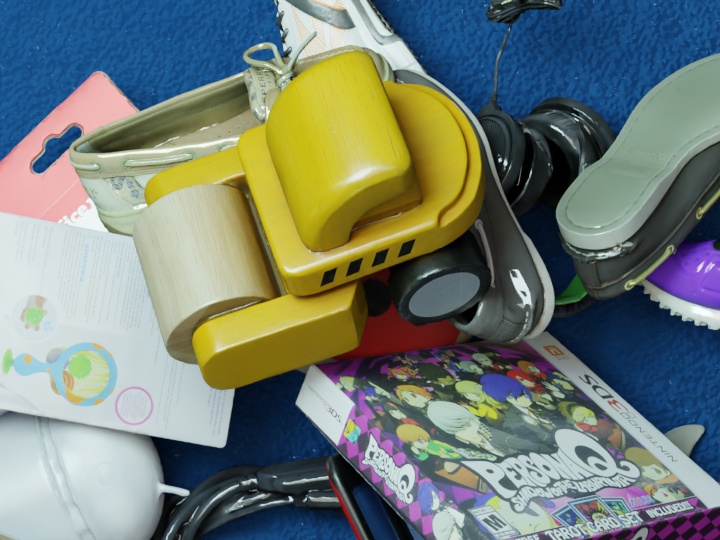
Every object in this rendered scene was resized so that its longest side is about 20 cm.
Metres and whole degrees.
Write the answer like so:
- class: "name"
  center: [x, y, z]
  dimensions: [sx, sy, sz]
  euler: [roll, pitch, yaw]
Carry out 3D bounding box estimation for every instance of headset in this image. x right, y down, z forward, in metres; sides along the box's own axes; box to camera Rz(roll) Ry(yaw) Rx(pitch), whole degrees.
- class: "headset"
  center: [0.112, -0.071, 1.441]
  dimensions: [0.094, 0.123, 0.201]
  euler: [-12, 91, 48]

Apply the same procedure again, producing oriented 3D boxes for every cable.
- class: "cable"
  center: [-0.045, 0.202, 1.487]
  dimensions: [0.199, 0.051, 0.164]
  euler: [-10, 91, -1]

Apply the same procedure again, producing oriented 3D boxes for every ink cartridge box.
- class: "ink cartridge box"
  center: [-0.132, -0.015, 1.491]
  dimensions: [0.116, 0.067, 0.200]
  euler: [-43, 85, 0]

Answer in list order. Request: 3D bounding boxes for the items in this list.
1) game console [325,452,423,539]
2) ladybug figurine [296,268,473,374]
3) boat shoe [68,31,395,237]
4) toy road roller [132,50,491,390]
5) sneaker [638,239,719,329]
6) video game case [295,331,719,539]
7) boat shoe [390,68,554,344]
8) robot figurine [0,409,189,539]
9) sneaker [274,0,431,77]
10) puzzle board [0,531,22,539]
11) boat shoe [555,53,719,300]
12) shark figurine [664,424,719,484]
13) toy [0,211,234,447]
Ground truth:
- class: "game console"
  center: [0.072, 0.178, 1.408]
  dimensions: [0.172, 0.119, 0.200]
  euler: [-24, 86, -26]
- class: "ladybug figurine"
  center: [0.000, 0.000, 1.430]
  dimensions: [0.199, 0.072, 0.136]
  euler: [4, 64, -36]
- class: "boat shoe"
  center: [-0.075, -0.087, 1.414]
  dimensions: [0.200, 0.073, 0.063]
  euler: [-27, 128, 2]
- class: "toy road roller"
  center: [-0.030, -0.037, 1.293]
  dimensions: [0.199, 0.146, 0.123]
  euler: [-20, 61, -1]
- class: "sneaker"
  center: [0.262, -0.009, 1.425]
  dimensions: [0.200, 0.069, 0.100]
  euler: [17, 108, 30]
- class: "video game case"
  center: [0.092, 0.107, 1.372]
  dimensions: [0.181, 0.200, 0.036]
  euler: [43, 125, 37]
- class: "boat shoe"
  center: [0.047, -0.043, 1.385]
  dimensions: [0.067, 0.057, 0.200]
  euler: [-52, 54, 36]
- class: "robot figurine"
  center: [-0.207, 0.144, 1.464]
  dimensions: [0.199, 0.113, 0.170]
  euler: [-22, 77, 4]
- class: "sneaker"
  center: [-0.027, -0.156, 1.489]
  dimensions: [0.080, 0.074, 0.200]
  euler: [-35, 84, 4]
- class: "puzzle board"
  center: [-0.186, 0.231, 1.433]
  dimensions: [0.200, 0.017, 0.151]
  euler: [24, 120, -24]
- class: "boat shoe"
  center: [0.192, -0.062, 1.450]
  dimensions: [0.072, 0.061, 0.201]
  euler: [20, 50, 40]
- class: "shark figurine"
  center: [0.220, 0.134, 1.448]
  dimensions: [0.214, 0.089, 0.129]
  euler: [-17, 87, 5]
- class: "toy"
  center: [-0.172, 0.033, 1.424]
  dimensions: [0.199, 0.047, 0.116]
  euler: [11, 85, -15]
